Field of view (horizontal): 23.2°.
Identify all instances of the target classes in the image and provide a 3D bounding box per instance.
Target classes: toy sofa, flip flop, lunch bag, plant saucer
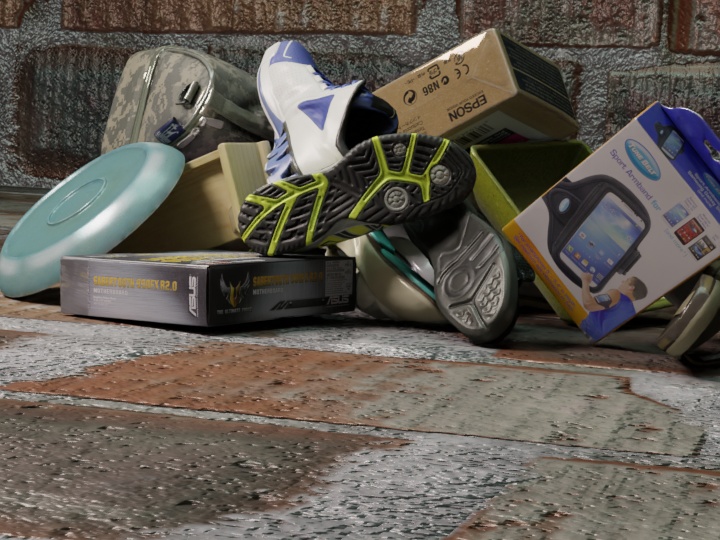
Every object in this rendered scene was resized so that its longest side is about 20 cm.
[{"bbox_3d":[-0.156,-0.050,1.601,0.199,0.084,0.097,-19,-8,35],"label":"toy sofa"},{"bbox_3d":[0.264,0.038,1.295,0.057,0.082,0.200,31,8,12],"label":"flip flop"},{"bbox_3d":[-0.128,-0.129,1.685,0.199,0.141,0.167,24,-14,-37],"label":"lunch bag"},{"bbox_3d":[-0.243,-0.052,1.539,0.199,0.028,0.201,-30,24,15],"label":"plant saucer"},{"bbox_3d":[0.197,-0.028,1.610,0.199,0.200,0.048,-8,-33,-51],"label":"plant saucer"}]

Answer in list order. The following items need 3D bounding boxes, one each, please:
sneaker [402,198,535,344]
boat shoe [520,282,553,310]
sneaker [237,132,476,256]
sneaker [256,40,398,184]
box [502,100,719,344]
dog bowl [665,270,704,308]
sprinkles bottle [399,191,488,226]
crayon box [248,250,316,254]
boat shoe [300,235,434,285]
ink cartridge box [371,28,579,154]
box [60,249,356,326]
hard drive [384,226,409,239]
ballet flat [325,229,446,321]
[{"bbox_3d":[0.106,0.011,1.430,0.114,0.076,0.200,40,10,-28],"label":"sneaker"},{"bbox_3d":[0.164,-0.005,1.660,0.199,0.069,0.075,-4,24,-39],"label":"boat shoe"},{"bbox_3d":[-0.003,-0.065,1.443,0.198,0.076,0.076,-13,-1,5],"label":"sneaker"},{"bbox_3d":[-0.023,-0.136,1.560,0.115,0.200,0.081,-29,-49,19],"label":"sneaker"},{"bbox_3d":[0.206,-0.038,1.327,0.041,0.119,0.200,-36,-4,-40],"label":"box"},{"bbox_3d":[0.327,-0.003,1.419,0.198,0.059,0.200,16,-21,6],"label":"dog bowl"},{"bbox_3d":[0.068,-0.063,1.618,0.068,0.069,0.200,5,-6,24],"label":"sprinkles bottle"},{"bbox_3d":[-0.062,-0.013,1.762,0.199,0.059,0.118,-1,6,-42],"label":"crayon box"},{"bbox_3d":[0.000,0.000,1.606,0.066,0.072,0.199,-35,40,-23],"label":"boat shoe"},{"bbox_3d":[0.086,-0.136,1.657,0.199,0.076,0.164,-27,-20,23],"label":"ink cartridge box"},{"bbox_3d":[-0.121,0.011,1.438,0.157,0.049,0.199,4,4,35],"label":"box"},{"bbox_3d":[0.085,-0.027,1.758,0.198,0.026,0.132,13,24,-18],"label":"hard drive"},{"bbox_3d":[0.012,0.003,1.508,0.069,0.070,0.200,1,30,-27],"label":"ballet flat"}]
